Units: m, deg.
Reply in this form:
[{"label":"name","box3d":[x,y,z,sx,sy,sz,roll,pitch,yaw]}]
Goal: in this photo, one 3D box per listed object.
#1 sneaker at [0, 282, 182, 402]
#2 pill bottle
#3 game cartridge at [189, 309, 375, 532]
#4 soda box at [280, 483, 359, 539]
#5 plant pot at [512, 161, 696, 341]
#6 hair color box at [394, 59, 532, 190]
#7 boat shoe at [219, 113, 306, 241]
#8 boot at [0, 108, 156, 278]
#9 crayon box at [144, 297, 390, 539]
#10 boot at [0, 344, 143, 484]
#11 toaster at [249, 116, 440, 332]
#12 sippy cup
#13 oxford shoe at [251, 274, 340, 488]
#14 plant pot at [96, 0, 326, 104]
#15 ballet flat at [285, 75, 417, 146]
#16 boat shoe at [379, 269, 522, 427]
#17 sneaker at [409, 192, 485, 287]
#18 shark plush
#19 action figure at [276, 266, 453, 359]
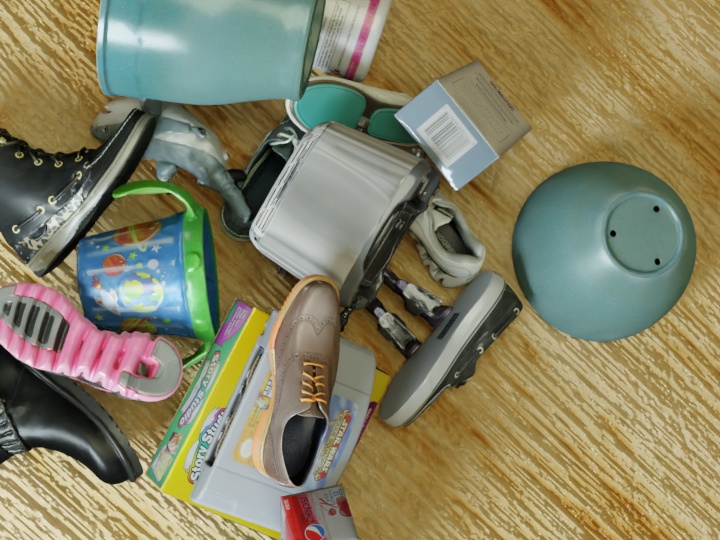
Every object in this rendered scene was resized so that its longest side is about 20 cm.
[{"label":"sneaker","box3d":[-0.272,0.079,1.372,0.200,0.095,0.079,26,73,-4]},{"label":"pill bottle","box3d":[-0.073,-0.281,1.480,0.200,0.113,0.113,18,80,-5]},{"label":"game cartridge","box3d":[-0.067,0.152,1.367,0.133,0.042,0.200,24,89,-22]},{"label":"soda box","box3d":[-0.041,0.297,1.370,0.063,0.200,0.070,-10,46,-12]},{"label":"plant pot","box3d":[0.277,-0.028,1.505,0.200,0.135,0.200,1,83,-10]},{"label":"hair color box","box3d":[0.110,-0.154,1.458,0.061,0.200,0.099,-38,91,22]},{"label":"boat shoe","box3d":[-0.075,-0.116,1.486,0.073,0.062,0.200,38,76,-1]},{"label":"boot","box3d":[-0.316,-0.112,1.411,0.154,0.073,0.204,39,103,-1]},{"label":"crayon box","box3d":[-0.091,0.154,1.409,0.173,0.058,0.200,29,87,-26]},{"label":"boot","box3d":[-0.334,0.174,1.385,0.211,0.079,0.158,41,71,11]},{"label":"toaster","box3d":[-0.020,-0.052,1.405,0.129,0.114,0.200,31,93,14]},{"label":"sippy cup","box3d":[-0.214,0.009,1.415,0.130,0.140,0.178,-6,74,0]},{"label":"oxford shoe","box3d":[-0.046,0.105,1.308,0.071,0.073,0.200,7,97,-26]},{"label":"plant pot","box3d":[-0.132,-0.246,1.340,0.188,0.200,0.200,12,80,2]},{"label":"ballet flat","box3d":[-0.008,-0.171,1.477,0.200,0.069,0.069,6,80,-39]},{"label":"boat shoe","box3d":[0.099,0.092,1.490,0.057,0.069,0.200,41,82,-19]},{"label":"sneaker","box3d":[0.061,-0.071,1.498,0.200,0.081,0.075,45,79,-1]},{"label":"shark plush","box3d":[-0.184,-0.116,1.457,0.200,0.091,0.083,39,94,2]},{"label":"action figure","box3d":[0.000,0.000,1.483,0.200,0.069,0.130,40,90,1]}]
